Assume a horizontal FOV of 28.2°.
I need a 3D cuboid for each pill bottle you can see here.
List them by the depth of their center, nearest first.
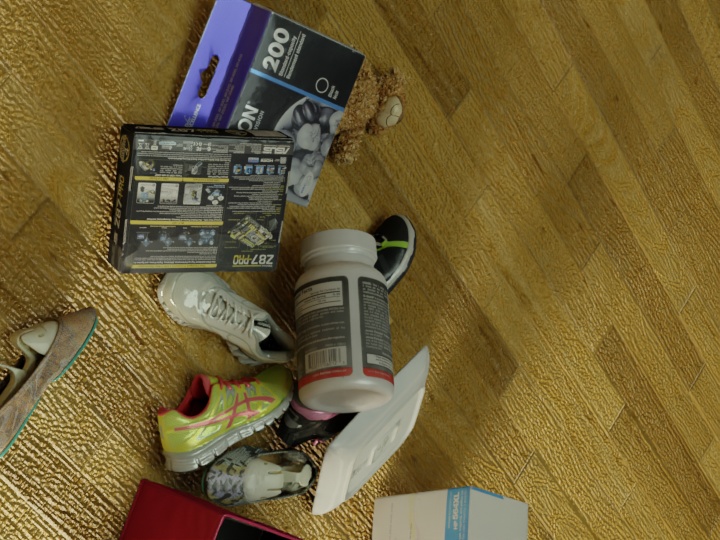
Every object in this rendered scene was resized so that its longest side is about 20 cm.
[{"bbox_3d":[-0.021,0.060,1.718,0.115,0.115,0.202,18,60,-42],"label":"pill bottle"}]

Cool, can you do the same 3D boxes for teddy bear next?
[{"bbox_3d":[-0.016,-0.209,1.781,0.199,0.066,0.147,23,83,-42],"label":"teddy bear"}]

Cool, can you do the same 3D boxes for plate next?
[{"bbox_3d":[0.019,0.213,1.826,0.200,0.032,0.200,-43,161,-30],"label":"plate"}]

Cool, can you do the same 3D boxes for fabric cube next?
[{"bbox_3d":[-0.165,0.376,1.633,0.195,0.198,0.202,27,78,-36],"label":"fabric cube"}]

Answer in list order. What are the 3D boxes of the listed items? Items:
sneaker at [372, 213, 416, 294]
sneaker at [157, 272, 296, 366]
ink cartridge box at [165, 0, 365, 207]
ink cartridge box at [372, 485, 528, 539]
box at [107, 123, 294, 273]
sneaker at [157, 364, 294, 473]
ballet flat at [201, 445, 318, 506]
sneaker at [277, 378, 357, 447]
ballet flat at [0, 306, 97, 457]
[{"bbox_3d":[0.000,0.000,1.826,0.083,0.071,0.201,45,67,-35],"label":"sneaker"},{"bbox_3d":[-0.153,0.053,1.687,0.199,0.081,0.076,35,75,-39],"label":"sneaker"},{"bbox_3d":[-0.112,-0.198,1.670,0.199,0.043,0.200,18,96,-34],"label":"ink cartridge box"},{"bbox_3d":[0.107,0.368,1.911,0.128,0.199,0.127,23,63,-42],"label":"ink cartridge box"},{"bbox_3d":[-0.179,-0.079,1.619,0.198,0.049,0.163,-2,108,-30],"label":"box"},{"bbox_3d":[-0.160,0.155,1.701,0.199,0.078,0.091,-33,110,-37],"label":"sneaker"},{"bbox_3d":[-0.111,0.246,1.726,0.200,0.071,0.073,5,94,-61],"label":"ballet flat"},{"bbox_3d":[-0.034,0.178,1.834,0.199,0.079,0.096,-7,131,-49],"label":"sneaker"},{"bbox_3d":[-0.355,0.106,1.520,0.067,0.068,0.201,45,65,-29],"label":"ballet flat"}]
